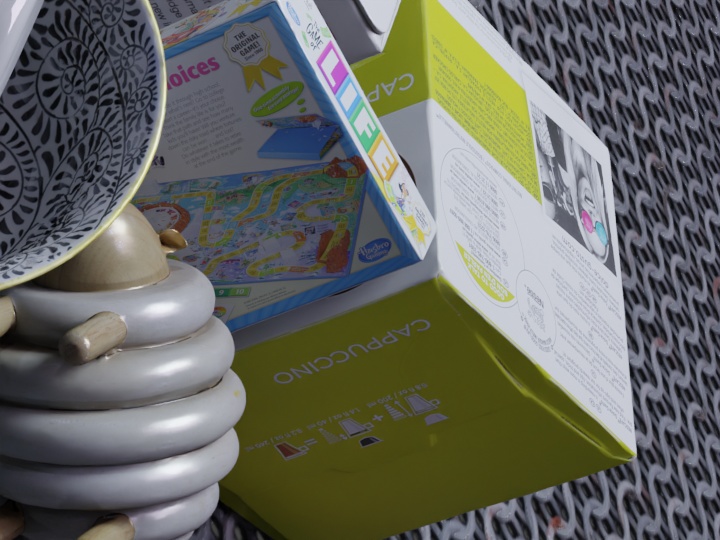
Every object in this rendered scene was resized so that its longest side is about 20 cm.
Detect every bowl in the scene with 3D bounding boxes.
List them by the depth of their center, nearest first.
[{"bbox_3d":[-0.184,-0.063,1.060,0.094,0.201,0.201,119,-36,-63],"label":"bowl"}]

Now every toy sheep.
[{"bbox_3d":[-0.113,0.063,1.116,0.138,0.138,0.200,-34,130,-65],"label":"toy sheep"}]

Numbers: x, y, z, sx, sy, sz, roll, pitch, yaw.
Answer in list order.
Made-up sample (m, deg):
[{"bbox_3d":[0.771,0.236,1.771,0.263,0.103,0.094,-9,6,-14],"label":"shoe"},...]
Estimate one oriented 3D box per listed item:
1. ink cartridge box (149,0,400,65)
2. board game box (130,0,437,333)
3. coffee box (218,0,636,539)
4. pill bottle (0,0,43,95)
[{"bbox_3d":[-0.098,-0.145,1.211,0.145,0.200,0.084,58,28,-24],"label":"ink cartridge box"},{"bbox_3d":[-0.084,-0.034,1.155,0.135,0.200,0.034,61,26,-19],"label":"board game box"},{"bbox_3d":[0.000,0.000,1.301,0.200,0.200,0.198,42,36,-46],"label":"coffee box"},{"bbox_3d":[-0.219,-0.116,0.949,0.200,0.120,0.120,24,38,-7],"label":"pill bottle"}]
